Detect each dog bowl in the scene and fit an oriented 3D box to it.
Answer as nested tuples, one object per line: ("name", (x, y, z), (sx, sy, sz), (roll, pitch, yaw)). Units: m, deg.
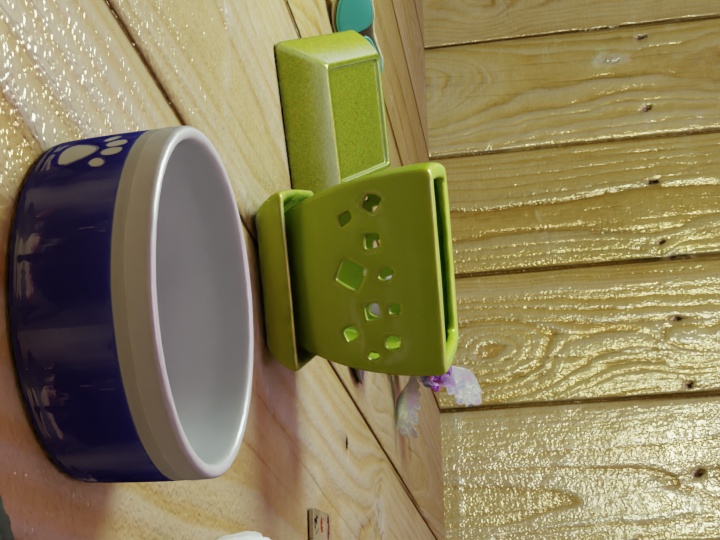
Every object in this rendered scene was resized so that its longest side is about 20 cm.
("dog bowl", (-0.124, 0.021, 0.655), (0.200, 0.078, 0.202), (-5, 90, -82))

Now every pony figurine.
("pony figurine", (0.114, 0.172, 2.000), (0.194, 0.165, 0.201), (-96, 160, -54))

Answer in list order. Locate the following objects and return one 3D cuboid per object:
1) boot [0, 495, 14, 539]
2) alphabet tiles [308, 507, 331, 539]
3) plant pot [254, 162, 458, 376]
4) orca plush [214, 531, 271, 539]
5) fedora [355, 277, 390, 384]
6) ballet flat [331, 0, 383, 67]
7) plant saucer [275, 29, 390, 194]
("boot", (-0.169, 0.063, 0.315), (0.158, 0.079, 0.213), (3, 72, -88))
("alphabet tiles", (-0.042, 0.367, 1.247), (0.167, 0.007, 0.202), (58, 28, -71))
("plant pot", (0.000, 0.000, 1.144), (0.199, 0.180, 0.202), (-32, 117, -81))
("orca plush", (-0.104, 0.248, 0.702), (0.201, 0.104, 0.071), (-85, -161, -59))
("fedora", (0.033, 0.063, 1.620), (0.178, 0.089, 0.201), (-84, 167, -49))
("ballet flat", (-0.011, -0.367, 1.695), (0.201, 0.069, 0.070), (77, 12, -54))
("plant saucer", (-0.020, -0.178, 1.341), (0.199, 0.047, 0.202), (-30, 117, -59))
